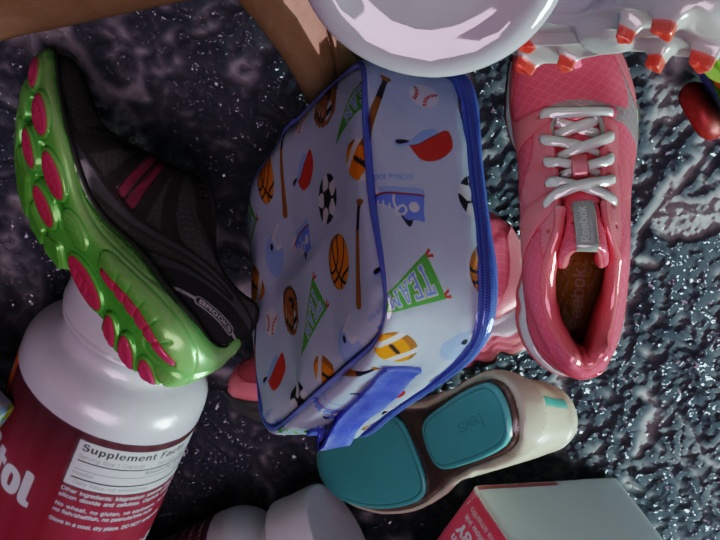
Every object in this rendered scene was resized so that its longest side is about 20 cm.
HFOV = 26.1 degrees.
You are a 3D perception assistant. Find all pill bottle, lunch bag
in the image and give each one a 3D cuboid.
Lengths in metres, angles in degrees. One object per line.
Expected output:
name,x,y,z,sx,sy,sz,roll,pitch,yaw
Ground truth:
pill bottle,0.034,-0.180,0.693,0.114,0.201,0.117,2,124,3
lunch bag,0.000,0.000,0.781,0.075,0.162,0.200,1,158,-21
pill bottle,-0.157,0.090,0.910,0.112,0.113,0.201,20,118,-11
pill bottle,-0.094,0.217,0.987,0.198,0.110,0.110,-27,118,16

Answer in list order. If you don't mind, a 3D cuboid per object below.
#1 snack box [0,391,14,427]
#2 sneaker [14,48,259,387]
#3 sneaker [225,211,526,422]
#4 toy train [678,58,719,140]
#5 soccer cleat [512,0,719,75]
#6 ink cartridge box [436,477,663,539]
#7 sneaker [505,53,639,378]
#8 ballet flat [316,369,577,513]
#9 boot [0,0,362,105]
snack box,-0.309,0.060,0.882,0.200,0.053,0.142,44,114,6
sneaker,-0.123,-0.030,0.831,0.201,0.083,0.077,59,141,13
sneaker,0.008,0.022,0.904,0.198,0.074,0.088,-20,109,4
toy train,0.172,-0.134,0.770,0.084,0.116,0.200,-31,116,17
soccer cleat,0.108,-0.139,0.742,0.069,0.199,0.078,33,77,-39
ink cartridge box,0.086,0.230,0.974,0.144,0.084,0.201,3,129,-44
sneaker,0.118,-0.039,0.814,0.073,0.087,0.203,-4,98,1
ballet flat,0.052,0.101,0.924,0.069,0.070,0.199,40,147,-21
boot,-0.103,-0.144,0.802,0.197,0.066,0.177,-8,117,8
